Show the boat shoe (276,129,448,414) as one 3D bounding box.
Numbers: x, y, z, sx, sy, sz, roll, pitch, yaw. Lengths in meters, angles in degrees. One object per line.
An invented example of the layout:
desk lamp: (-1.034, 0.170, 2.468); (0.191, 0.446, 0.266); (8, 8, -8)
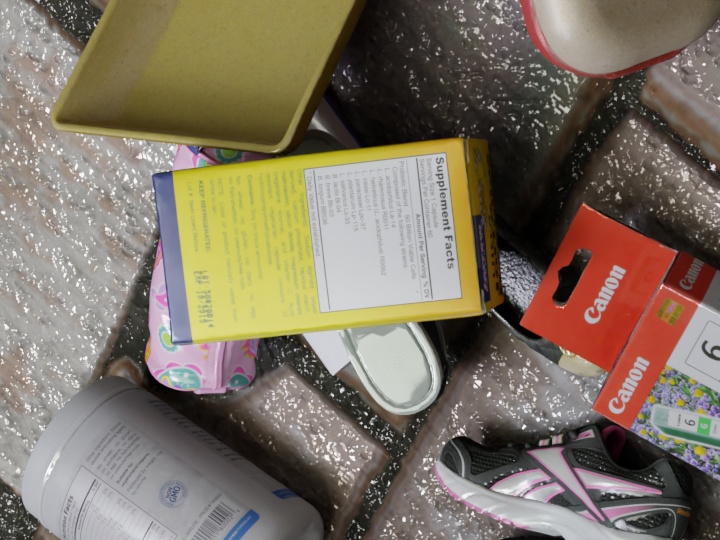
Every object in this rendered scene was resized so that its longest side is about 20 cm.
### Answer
boat shoe: (0.000, 0.000, 1.440); (0.075, 0.060, 0.201); (-19, 94, 12)

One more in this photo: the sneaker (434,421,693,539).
sneaker: (0.144, 0.138, 1.431); (0.199, 0.080, 0.087); (19, 88, 38)

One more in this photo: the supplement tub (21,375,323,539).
supplement tub: (-0.139, 0.182, 1.609); (0.200, 0.132, 0.132); (33, 125, 23)

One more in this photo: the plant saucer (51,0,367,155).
plant saucer: (-0.081, -0.156, 1.419); (0.199, 0.201, 0.048); (8, 153, 35)

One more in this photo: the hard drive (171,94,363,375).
hard drive: (-0.035, -0.042, 1.507); (0.200, 0.025, 0.132); (54, 130, 6)

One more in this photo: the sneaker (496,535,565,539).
sneaker: (0.154, 0.250, 1.449); (0.200, 0.076, 0.116); (5, 111, 26)

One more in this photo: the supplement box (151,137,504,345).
supplement box: (-0.017, -0.020, 1.352); (0.199, 0.110, 0.109); (-6, 92, 11)

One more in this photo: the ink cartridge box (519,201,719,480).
ink cartridge box: (0.199, 0.053, 1.329); (0.199, 0.050, 0.109); (29, 124, 6)

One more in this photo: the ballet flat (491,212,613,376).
ballet flat: (0.086, 0.000, 1.413); (0.200, 0.057, 0.067); (44, 125, 12)

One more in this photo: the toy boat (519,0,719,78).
toy boat: (0.128, -0.216, 1.270); (0.131, 0.130, 0.201); (12, 120, 65)

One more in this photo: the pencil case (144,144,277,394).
pencil case: (-0.097, -0.011, 1.493); (0.087, 0.087, 0.201); (29, 124, 24)
